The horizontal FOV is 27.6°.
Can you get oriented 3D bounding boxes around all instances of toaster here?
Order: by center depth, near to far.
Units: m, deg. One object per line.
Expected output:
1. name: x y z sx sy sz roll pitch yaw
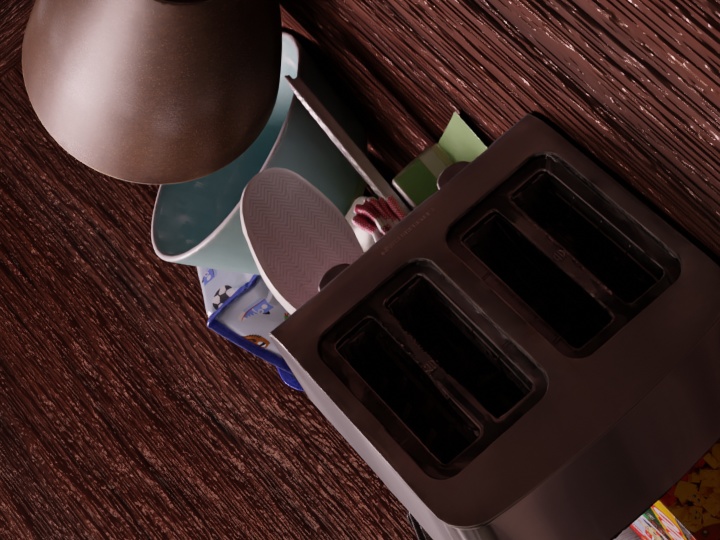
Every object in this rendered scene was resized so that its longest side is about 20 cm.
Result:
1. toaster: 0.078 0.049 0.718 0.200 0.181 0.119 46 173 34

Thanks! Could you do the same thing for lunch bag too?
1. lunch bag: -0.056 0.012 1.335 0.200 0.124 0.170 32 -156 -37

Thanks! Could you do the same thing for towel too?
1. towel: 0.066 0.053 0.931 0.200 0.030 0.146 56 178 21

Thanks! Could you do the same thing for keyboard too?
1. keyboard: 0.015 -0.051 0.982 0.200 0.011 0.056 51 176 1

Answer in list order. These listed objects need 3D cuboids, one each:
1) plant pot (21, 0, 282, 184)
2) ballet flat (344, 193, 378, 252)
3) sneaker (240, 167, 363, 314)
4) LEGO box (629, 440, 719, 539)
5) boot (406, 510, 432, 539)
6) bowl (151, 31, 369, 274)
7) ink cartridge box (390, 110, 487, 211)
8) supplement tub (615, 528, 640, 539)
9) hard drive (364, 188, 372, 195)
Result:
1. plant pot: -0.129 -0.177 0.970 0.187 0.187 0.200 48 160 3
2. ballet flat: 0.000 0.000 1.103 0.067 0.064 0.200 50 170 9
3. sneaker: -0.026 0.026 1.033 0.200 0.074 0.116 55 161 0
4. LEGO box: 0.175 0.100 0.870 0.149 0.077 0.200 47 175 13
5. boot: 0.084 0.125 1.178 0.070 0.132 0.200 -7 -93 -88
6. bowl: -0.067 -0.075 1.152 0.105 0.201 0.201 29 -176 -26
7. ink cartridge box: 0.083 -0.019 0.947 0.146 0.048 0.200 49 178 3
8. supplement tub: 0.263 0.299 1.326 0.132 0.132 0.200 49 176 -9
9. hard drive: -0.012 -0.048 1.308 0.140 0.033 0.200 51 -168 -32
